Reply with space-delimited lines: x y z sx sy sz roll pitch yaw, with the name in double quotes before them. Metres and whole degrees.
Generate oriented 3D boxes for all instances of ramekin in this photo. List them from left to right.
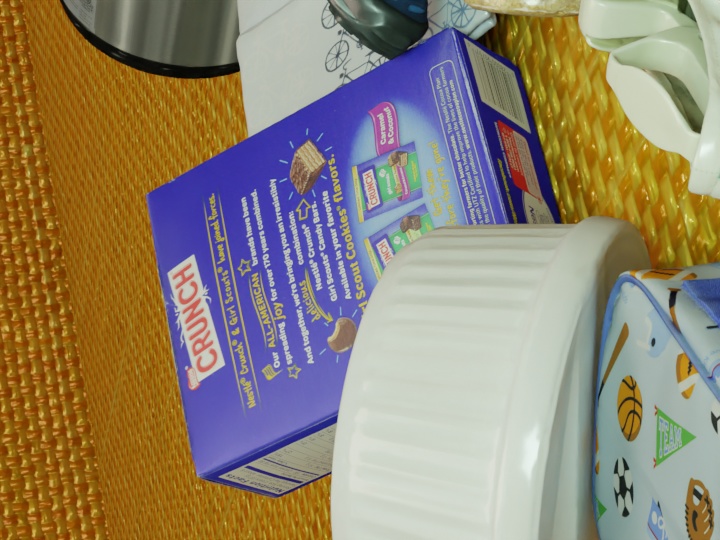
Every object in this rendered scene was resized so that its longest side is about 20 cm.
"ramekin" 0.056 0.071 1.050 0.202 0.094 0.203 8 -90 -73

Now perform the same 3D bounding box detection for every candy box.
"candy box" 0.000 0.000 1.246 0.077 0.200 0.169 28 -137 -53

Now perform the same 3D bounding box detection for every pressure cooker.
"pressure cooker" -0.104 -0.243 1.585 0.200 0.176 0.179 103 -174 -48

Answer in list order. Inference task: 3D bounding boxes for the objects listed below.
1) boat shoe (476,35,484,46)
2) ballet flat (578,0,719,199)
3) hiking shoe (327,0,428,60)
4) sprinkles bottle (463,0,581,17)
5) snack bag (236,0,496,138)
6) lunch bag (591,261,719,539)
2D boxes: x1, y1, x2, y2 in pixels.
"boat shoe" 0.035 -0.072 1.331 0.063 0.073 0.201 -163 78 -66
"ballet flat" 0.121 -0.093 0.967 0.200 0.069 0.070 -112 21 -50
"hiking shoe" 0.019 -0.200 1.236 0.087 0.074 0.200 -28 51 36
"sprinkles bottle" 0.079 -0.209 1.044 0.068 0.068 0.200 -142 53 -72
"snack bag" -0.006 -0.165 1.331 0.188 0.021 0.200 -34 49 37
"lunch bag" 0.147 0.089 0.929 0.200 0.075 0.161 -119 29 -60
